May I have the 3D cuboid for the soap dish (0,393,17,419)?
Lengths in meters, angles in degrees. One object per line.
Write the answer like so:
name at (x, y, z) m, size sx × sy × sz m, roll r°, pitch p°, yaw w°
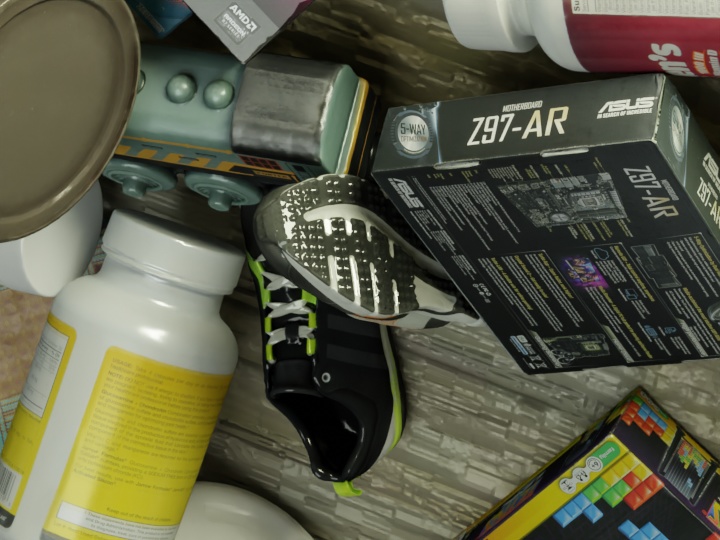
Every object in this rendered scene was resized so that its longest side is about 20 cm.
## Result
soap dish at (-0.264, 0.116, 1.635) m, size 0.200 × 0.081 × 0.157 m, roll 31°, pitch 106°, yaw 5°

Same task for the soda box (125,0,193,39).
soda box at (-0.142, -0.226, 1.396) m, size 0.064 × 0.068 × 0.200 m, roll -38°, pitch 99°, yaw 28°

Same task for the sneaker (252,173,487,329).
sneaker at (0.000, 0.000, 1.402) m, size 0.080 × 0.200 × 0.074 m, roll -10°, pitch 72°, yaw 34°

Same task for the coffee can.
coffee can at (-0.236, -0.120, 1.354) m, size 0.200 × 0.146 × 0.146 m, roll 29°, pitch 130°, yaw 32°

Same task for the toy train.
toy train at (-0.078, -0.083, 1.420) m, size 0.200 × 0.085 × 0.114 m, roll 11°, pitch 165°, yaw 18°

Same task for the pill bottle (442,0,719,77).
pill bottle at (0.148, -0.151, 1.277) m, size 0.200 × 0.110 × 0.110 m, roll 4°, pitch 120°, yaw 24°

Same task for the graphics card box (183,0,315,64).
graphics card box at (-0.028, -0.217, 1.320) m, size 0.200 × 0.051 × 0.125 m, roll -40°, pitch 98°, yaw 17°

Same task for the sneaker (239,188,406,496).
sneaker at (-0.024, 0.038, 1.493) m, size 0.072 × 0.083 × 0.200 m, roll -9°, pitch 114°, yaw 30°

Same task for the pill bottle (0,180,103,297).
pill bottle at (-0.257, -0.046, 1.527) m, size 0.200 × 0.111 × 0.111 m, roll 14°, pitch 124°, yaw 25°

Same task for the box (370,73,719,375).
box at (0.121, -0.019, 1.358) m, size 0.160 × 0.044 × 0.200 m, roll -6°, pitch 143°, yaw 30°

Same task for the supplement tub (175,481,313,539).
supplement tub at (-0.117, 0.244, 1.625) m, size 0.145 × 0.145 × 0.200 m, roll 34°, pitch 128°, yaw 4°

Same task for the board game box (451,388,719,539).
board game box at (0.151, 0.188, 1.516) m, size 0.165 × 0.057 × 0.200 m, roll 43°, pitch 128°, yaw -2°

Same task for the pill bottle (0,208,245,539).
pill bottle at (-0.136, 0.072, 1.487) m, size 0.112 × 0.112 × 0.200 m, roll 22°, pitch 96°, yaw 13°

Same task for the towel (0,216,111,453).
towel at (-0.214, 0.063, 1.564) m, size 0.200 × 0.022 × 0.147 m, roll -18°, pitch 89°, yaw 8°
